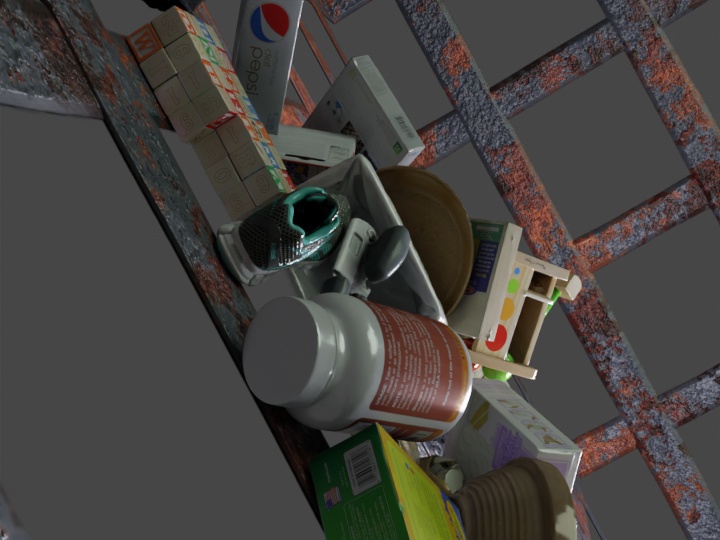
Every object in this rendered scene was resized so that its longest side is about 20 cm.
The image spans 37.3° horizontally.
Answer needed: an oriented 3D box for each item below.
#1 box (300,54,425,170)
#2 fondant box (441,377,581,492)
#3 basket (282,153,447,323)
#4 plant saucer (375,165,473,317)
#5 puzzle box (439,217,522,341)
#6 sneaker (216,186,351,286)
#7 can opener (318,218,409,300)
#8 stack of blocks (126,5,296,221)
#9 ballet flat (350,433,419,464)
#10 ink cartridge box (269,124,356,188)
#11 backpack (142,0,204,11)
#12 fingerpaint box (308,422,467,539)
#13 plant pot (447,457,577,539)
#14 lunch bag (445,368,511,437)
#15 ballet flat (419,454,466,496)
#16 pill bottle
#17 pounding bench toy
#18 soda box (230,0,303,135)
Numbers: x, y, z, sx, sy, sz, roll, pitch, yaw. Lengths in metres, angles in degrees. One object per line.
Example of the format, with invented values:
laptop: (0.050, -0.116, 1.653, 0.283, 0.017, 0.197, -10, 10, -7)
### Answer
box: (-0.012, -0.157, 1.379, 0.036, 0.200, 0.146, -18, 71, -41)
fondant box: (0.157, 0.221, 1.175, 0.200, 0.057, 0.146, -140, -121, -65)
basket: (0.000, 0.000, 1.154, 0.202, 0.134, 0.123, 64, 8, 12)
plant saucer: (0.047, -0.019, 1.239, 0.035, 0.199, 0.202, 8, 52, -60)
puzzle box: (0.102, 0.004, 1.257, 0.025, 0.135, 0.199, 17, -3, -34)
sneaker: (-0.047, -0.044, 1.007, 0.078, 0.091, 0.200, 60, 31, -3)
can opener: (-0.010, 0.028, 1.016, 0.053, 0.066, 0.202, 44, 50, -27)
stack of blocks: (-0.143, -0.150, 1.059, 0.202, 0.058, 0.115, 62, 10, 3)
ballet flat: (-0.002, 0.115, 1.039, 0.202, 0.068, 0.067, 62, 24, 7)
ink cartridge box: (-0.062, -0.126, 1.251, 0.200, 0.107, 0.051, -85, -176, -72)
backpack: (-0.207, -0.382, 1.146, 0.202, 0.153, 0.191, 61, -1, 19)
fingerpaint box: (0.042, 0.253, 0.850, 0.167, 0.073, 0.201, 50, 15, -43)
plant pot: (0.118, 0.272, 1.008, 0.091, 0.203, 0.202, 14, 25, -12)
lunch bag: (0.139, 0.163, 1.443, 0.165, 0.117, 0.200, 56, 9, -8)
ballet flat: (0.087, 0.235, 1.150, 0.069, 0.063, 0.200, 60, 10, 4)
pill bottle: (-0.001, 0.081, 0.900, 0.199, 0.112, 0.113, 18, 40, -49)
pounding bench toy: (0.179, 0.057, 1.323, 0.198, 0.158, 0.124, 17, 1, -34)
soda box: (-0.107, -0.259, 1.193, 0.068, 0.063, 0.202, -105, -155, -57)
